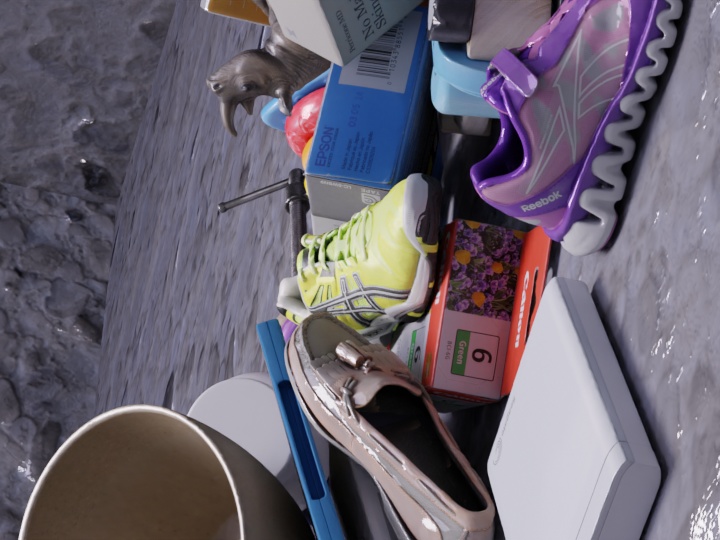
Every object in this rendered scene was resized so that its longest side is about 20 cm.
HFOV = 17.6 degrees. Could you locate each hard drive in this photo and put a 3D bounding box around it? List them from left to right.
[{"bbox_3d":[0.109,0.106,1.230,0.200,0.027,0.133,-101,25,-63],"label":"hard drive"}]

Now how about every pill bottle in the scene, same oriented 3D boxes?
[{"bbox_3d":[-0.068,0.136,1.697,0.200,0.110,0.112,54,-136,-74],"label":"pill bottle"}]

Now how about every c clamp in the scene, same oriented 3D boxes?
[{"bbox_3d":[-0.027,-0.029,1.808,0.027,0.170,0.200,55,-167,-33],"label":"c clamp"}]

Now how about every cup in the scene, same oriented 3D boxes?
[{"bbox_3d":[-0.106,0.197,1.527,0.199,0.143,0.202,-10,73,37],"label":"cup"}]

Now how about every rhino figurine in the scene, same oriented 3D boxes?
[{"bbox_3d":[-0.044,-0.181,1.581,0.201,0.087,0.060,-64,10,7],"label":"rhino figurine"}]

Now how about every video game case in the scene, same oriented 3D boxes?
[{"bbox_3d":[-0.026,0.149,1.476,0.144,0.018,0.201,78,175,-49],"label":"video game case"}]

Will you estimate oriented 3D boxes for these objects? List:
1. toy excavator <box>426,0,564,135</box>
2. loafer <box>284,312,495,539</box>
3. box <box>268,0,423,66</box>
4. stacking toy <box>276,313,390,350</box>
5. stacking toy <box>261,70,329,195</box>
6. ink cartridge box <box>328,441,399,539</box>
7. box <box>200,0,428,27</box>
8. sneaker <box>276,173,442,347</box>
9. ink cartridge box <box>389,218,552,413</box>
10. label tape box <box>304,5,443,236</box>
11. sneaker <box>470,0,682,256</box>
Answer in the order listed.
[{"bbox_3d":[0.078,-0.135,1.479,0.195,0.099,0.201,-92,9,-53],"label":"toy excavator"},{"bbox_3d":[0.024,0.094,1.407,0.200,0.072,0.063,55,146,28],"label":"loafer"},{"bbox_3d":[0.028,-0.229,1.517,0.068,0.200,0.082,31,156,42],"label":"box"},{"bbox_3d":[-0.009,0.070,1.733,0.200,0.085,0.086,-162,83,-74],"label":"stacking toy"},{"bbox_3d":[0.004,-0.050,1.705,0.110,0.116,0.201,-31,53,39],"label":"stacking toy"},{"bbox_3d":[0.017,0.188,1.513,0.201,0.050,0.161,87,168,-48],"label":"ink cartridge box"},{"bbox_3d":[-0.004,-0.224,1.658,0.097,0.199,0.125,-127,50,-79],"label":"box"},{"bbox_3d":[0.000,0.000,1.490,0.200,0.076,0.076,122,159,-57],"label":"sneaker"},{"bbox_3d":[0.065,0.027,1.460,0.200,0.050,0.110,150,130,-76],"label":"ink cartridge box"},{"bbox_3d":[0.012,-0.069,1.595,0.200,0.063,0.145,83,-162,-61],"label":"label tape box"},{"bbox_3d":[0.113,-0.109,1.264,0.081,0.088,0.201,-109,33,-71],"label":"sneaker"}]
